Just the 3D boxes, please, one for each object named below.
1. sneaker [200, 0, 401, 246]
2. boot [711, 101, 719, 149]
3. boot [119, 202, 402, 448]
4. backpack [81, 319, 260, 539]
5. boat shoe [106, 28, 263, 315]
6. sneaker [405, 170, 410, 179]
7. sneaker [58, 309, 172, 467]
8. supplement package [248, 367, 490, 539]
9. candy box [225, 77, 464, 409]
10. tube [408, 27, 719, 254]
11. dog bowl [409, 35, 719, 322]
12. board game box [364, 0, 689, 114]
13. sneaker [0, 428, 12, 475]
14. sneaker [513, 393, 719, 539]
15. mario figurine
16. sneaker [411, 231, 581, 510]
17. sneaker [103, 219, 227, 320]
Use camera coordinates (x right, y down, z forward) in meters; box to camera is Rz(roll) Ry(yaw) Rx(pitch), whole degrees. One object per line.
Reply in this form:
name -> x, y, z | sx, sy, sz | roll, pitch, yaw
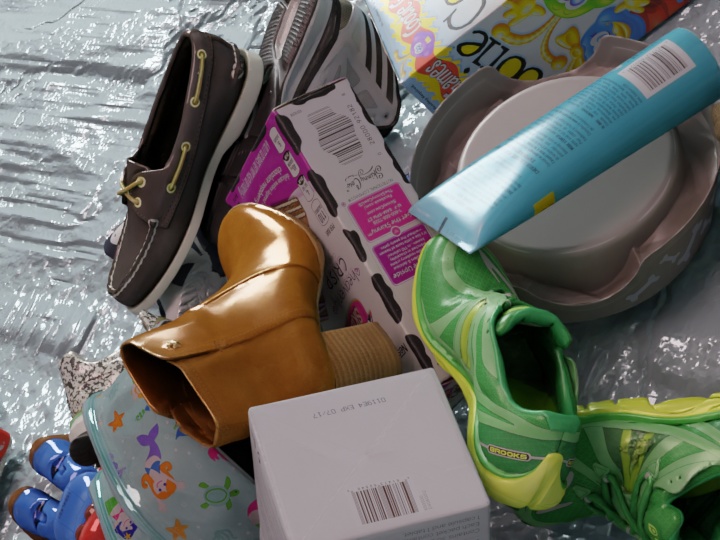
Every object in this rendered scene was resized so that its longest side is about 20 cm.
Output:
sneaker -> -0.032, -0.094, 1.560 | 0.075, 0.115, 0.202 | 14, 80, 60
boot -> 0.294, -0.059, 1.254 | 0.199, 0.073, 0.157 | -22, 61, 37
boot -> -0.082, 0.028, 1.304 | 0.201, 0.143, 0.071 | 44, 135, 44
backpack -> -0.084, 0.132, 1.373 | 0.150, 0.200, 0.178 | -41, 43, 11
boat shoe -> -0.137, -0.070, 1.533 | 0.072, 0.060, 0.203 | 27, 93, 60
sneaker -> 0.026, -0.022, 1.493 | 0.199, 0.079, 0.090 | 9, 60, 36
sneaker -> -0.118, 0.057, 1.492 | 0.199, 0.077, 0.089 | -20, 70, -16
supplement package -> 0.007, 0.173, 1.244 | 0.113, 0.201, 0.110 | -12, 43, -9
candy box -> 0.000, 0.000, 1.377 | 0.061, 0.136, 0.201 | -26, 77, -25
tube -> 0.126, -0.076, 1.315 | 0.199, 0.051, 0.077 | -32, 27, -14
dog bowl -> 0.133, -0.055, 1.383 | 0.198, 0.059, 0.201 | -10, 51, 13
board game box -> 0.119, -0.191, 1.501 | 0.199, 0.105, 0.103 | -37, 43, 16
sneaker -> -0.304, 0.162, 1.645 | 0.093, 0.070, 0.201 | -42, 39, 19
sneaker -> 0.165, 0.121, 1.242 | 0.199, 0.074, 0.084 | -13, 49, 35
mario figurine -> -0.166, 0.185, 1.521 | 0.105, 0.125, 0.200 | -17, 23, -26
sneaker -> 0.087, 0.044, 1.241 | 0.084, 0.073, 0.201 | -62, 32, 34
sneaker -> -0.135, 0.010, 1.609 | 0.129, 0.079, 0.201 | -22, 62, 49
